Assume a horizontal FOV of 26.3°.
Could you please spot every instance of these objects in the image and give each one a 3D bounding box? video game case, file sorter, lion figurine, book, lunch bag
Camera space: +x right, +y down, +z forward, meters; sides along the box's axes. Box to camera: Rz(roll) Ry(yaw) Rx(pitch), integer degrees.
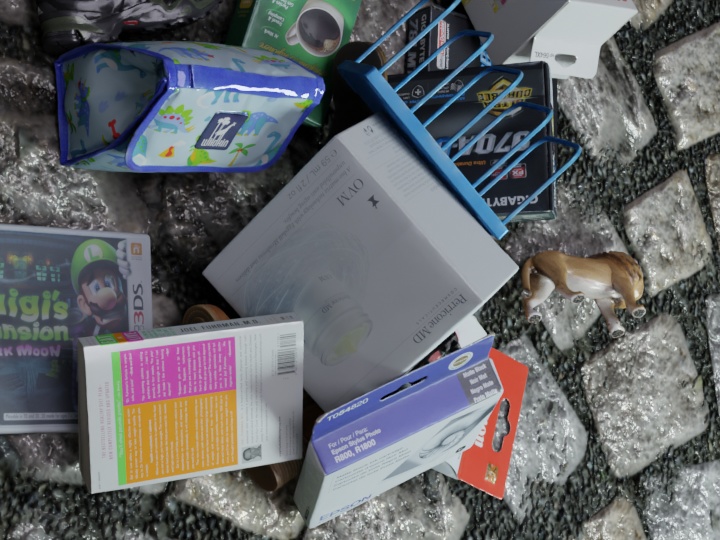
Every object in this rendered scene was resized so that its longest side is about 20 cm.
[{"bbox_3d":[-0.272,0.052,1.364,0.199,0.023,0.183,3,79,-38],"label":"video game case"},{"bbox_3d":[0.096,-0.152,1.468,0.123,0.139,0.200,-41,105,-2],"label":"file sorter"},{"bbox_3d":[0.250,0.011,1.760,0.199,0.073,0.123,17,38,-29],"label":"lion figurine"},{"bbox_3d":[-0.147,0.114,1.363,0.199,0.048,0.134,-5,108,-22],"label":"book"},{"bbox_3d":[-0.154,-0.150,1.382,0.169,0.200,0.128,-2,84,-40],"label":"lunch bag"}]

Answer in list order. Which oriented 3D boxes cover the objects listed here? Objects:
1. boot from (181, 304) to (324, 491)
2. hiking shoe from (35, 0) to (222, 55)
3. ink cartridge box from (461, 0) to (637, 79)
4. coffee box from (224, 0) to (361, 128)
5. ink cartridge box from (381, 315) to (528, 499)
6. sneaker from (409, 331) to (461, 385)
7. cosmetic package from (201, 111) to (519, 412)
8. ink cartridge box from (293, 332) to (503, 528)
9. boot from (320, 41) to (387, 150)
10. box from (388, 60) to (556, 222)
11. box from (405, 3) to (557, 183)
[{"bbox_3d":[-0.075,0.092,1.481,0.155,0.077,0.201,-38,103,-39],"label":"boot"},{"bbox_3d":[-0.214,-0.267,1.437,0.199,0.076,0.101,-21,98,-38],"label":"hiking shoe"},{"bbox_3d":[0.199,-0.311,1.701,0.128,0.125,0.201,-3,60,-43],"label":"ink cartridge box"},{"bbox_3d":[-0.065,-0.256,1.543,0.123,0.044,0.201,19,85,-38],"label":"coffee box"},{"bbox_3d":[0.109,0.135,1.640,0.199,0.057,0.163,26,66,-27],"label":"ink cartridge box"},{"bbox_3d":[0.034,0.048,1.556,0.071,0.098,0.201,-36,94,-21],"label":"sneaker"},{"bbox_3d":[0.000,0.000,1.428,0.200,0.199,0.123,47,26,2],"label":"cosmetic package"},{"bbox_3d":[0.037,0.155,1.454,0.199,0.200,0.041,-24,67,-19],"label":"ink cartridge box"},{"bbox_3d":[0.000,-0.133,1.573,0.075,0.073,0.201,-35,135,-73],"label":"boot"},{"bbox_3d":[0.101,-0.127,1.598,0.046,0.199,0.160,34,54,-73],"label":"box"},{"bbox_3d":[0.136,-0.173,1.721,0.198,0.050,0.201,14,72,-37],"label":"box"}]
